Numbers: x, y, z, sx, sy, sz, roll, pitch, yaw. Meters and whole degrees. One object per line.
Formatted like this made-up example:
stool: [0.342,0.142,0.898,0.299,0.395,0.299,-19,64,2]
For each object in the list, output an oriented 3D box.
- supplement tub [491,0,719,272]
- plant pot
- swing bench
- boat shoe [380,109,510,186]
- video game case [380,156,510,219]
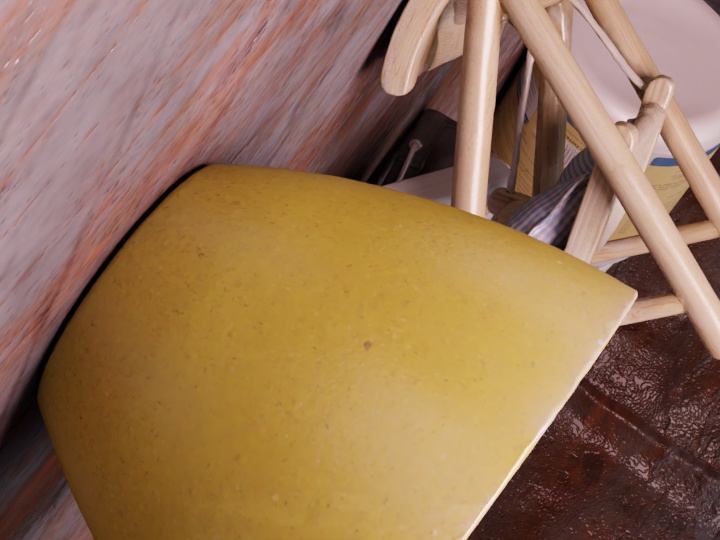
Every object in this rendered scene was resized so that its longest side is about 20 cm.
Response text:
supplement tub: [0.165,-0.093,1.416,0.145,0.144,0.200,-50,174,-36]
plant pot: [-0.022,0.046,0.684,0.201,0.142,0.200,-53,175,-6]
swing bench: [0.094,-0.067,0.911,0.129,0.202,0.199,-12,-173,18]
boat shoe: [0.000,0.000,1.122,0.200,0.057,0.067,-50,172,9]
video game case: [-0.020,0.031,1.001,0.199,0.023,0.183,-18,146,-56]
